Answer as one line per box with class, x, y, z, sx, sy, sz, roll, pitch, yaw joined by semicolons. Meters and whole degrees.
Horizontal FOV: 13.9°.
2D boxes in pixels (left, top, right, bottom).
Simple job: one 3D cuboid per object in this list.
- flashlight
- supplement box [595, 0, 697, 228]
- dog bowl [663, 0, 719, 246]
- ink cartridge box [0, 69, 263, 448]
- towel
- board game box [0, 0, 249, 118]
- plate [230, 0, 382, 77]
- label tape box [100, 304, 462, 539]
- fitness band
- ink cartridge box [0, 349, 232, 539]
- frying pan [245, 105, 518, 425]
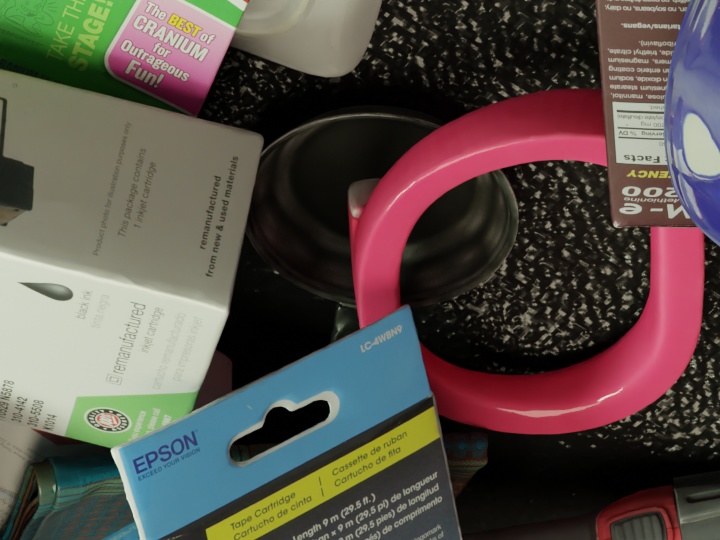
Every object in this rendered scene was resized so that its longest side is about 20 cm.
flashlight;0.076;0.137;1.312;0.200;0.068;0.068;-11;104;7
supplement box;0.117;-0.123;1.053;0.061;0.109;0.200;1;134;10
dog bowl;0.203;-0.073;1.022;0.079;0.200;0.200;40;149;39
ink cartridge box;-0.152;-0.010;1.142;0.200;0.084;0.146;13;150;-6
towel;-0.057;0.110;1.294;0.200;0.022;0.147;-2;155;-17
board game box;-0.103;-0.145;1.082;0.153;0.040;0.200;21;134;-7
plate;-0.074;-0.164;1.109;0.200;0.032;0.200;16;133;-4
label tape box;-0.033;0.121;1.195;0.066;0.143;0.200;24;133;51
fitness band;0.069;0.001;1.204;0.144;0.037;0.200;-9;141;-1
ink cartridge box;-0.170;0.073;1.306;0.200;0.068;0.116;-20;144;27
frying pan;0.017;-0.003;1.240;0.115;0.031;0.190;-6;137;12
